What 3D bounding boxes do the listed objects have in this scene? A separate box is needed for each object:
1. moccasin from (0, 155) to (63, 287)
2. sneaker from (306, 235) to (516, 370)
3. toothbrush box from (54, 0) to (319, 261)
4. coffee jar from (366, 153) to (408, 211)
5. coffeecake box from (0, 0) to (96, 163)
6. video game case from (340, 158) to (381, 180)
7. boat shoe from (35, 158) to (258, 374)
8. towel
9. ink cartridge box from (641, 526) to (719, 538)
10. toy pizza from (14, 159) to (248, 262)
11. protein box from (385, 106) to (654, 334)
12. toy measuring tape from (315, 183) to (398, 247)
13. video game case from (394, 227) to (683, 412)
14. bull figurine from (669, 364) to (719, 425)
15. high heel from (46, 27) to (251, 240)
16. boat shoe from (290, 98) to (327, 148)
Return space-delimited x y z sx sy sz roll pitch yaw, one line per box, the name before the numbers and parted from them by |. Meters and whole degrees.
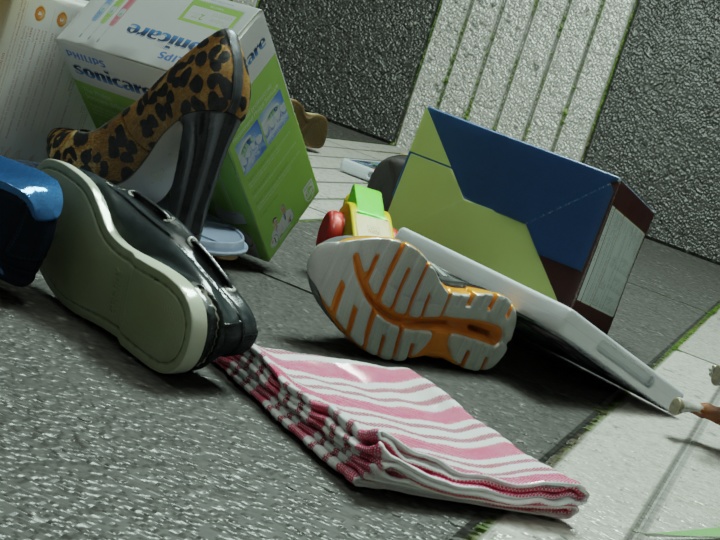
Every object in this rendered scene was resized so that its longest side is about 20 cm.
moccasin | -0.259 -0.045 0.885 0.199 0.069 0.080 24 18 37
sneaker | 0.026 0.021 1.077 0.077 0.079 0.199 28 1 44
toothbrush box | -0.131 -0.119 1.189 0.144 0.086 0.201 19 -31 28
coffee jar | 0.068 -0.067 1.605 0.084 0.106 0.200 24 10 19
coffeecake box | -0.254 -0.144 1.211 0.072 0.155 0.199 23 9 28
video game case | 0.084 -0.130 2.321 0.180 0.023 0.200 22 10 20
boat shoe | -0.126 -0.006 0.871 0.066 0.075 0.199 0 22 -41
towel | 0.016 0.078 0.832 0.145 0.030 0.200 15 9 -32
ink cartridge box | 0.267 0.126 0.842 0.144 0.049 0.199 -7 -13 42
toy pizza | -0.180 -0.037 1.122 0.198 0.032 0.200 18 8 -2
protein box | 0.151 -0.041 1.429 0.197 0.137 0.200 23 1 21
toy measuring tape | 0.000 0.000 1.254 0.073 0.074 0.201 16 32 -15
video game case | 0.141 0.040 1.217 0.199 0.024 0.181 29 -4 46
bull figurine | 0.311 0.122 1.069 0.120 0.066 0.200 19 7 -24
high heel | -0.153 -0.117 1.083 0.071 0.144 0.199 9 12 -46
boat shoe | -0.118 -0.230 2.368 0.064 0.073 0.199 13 3 23
